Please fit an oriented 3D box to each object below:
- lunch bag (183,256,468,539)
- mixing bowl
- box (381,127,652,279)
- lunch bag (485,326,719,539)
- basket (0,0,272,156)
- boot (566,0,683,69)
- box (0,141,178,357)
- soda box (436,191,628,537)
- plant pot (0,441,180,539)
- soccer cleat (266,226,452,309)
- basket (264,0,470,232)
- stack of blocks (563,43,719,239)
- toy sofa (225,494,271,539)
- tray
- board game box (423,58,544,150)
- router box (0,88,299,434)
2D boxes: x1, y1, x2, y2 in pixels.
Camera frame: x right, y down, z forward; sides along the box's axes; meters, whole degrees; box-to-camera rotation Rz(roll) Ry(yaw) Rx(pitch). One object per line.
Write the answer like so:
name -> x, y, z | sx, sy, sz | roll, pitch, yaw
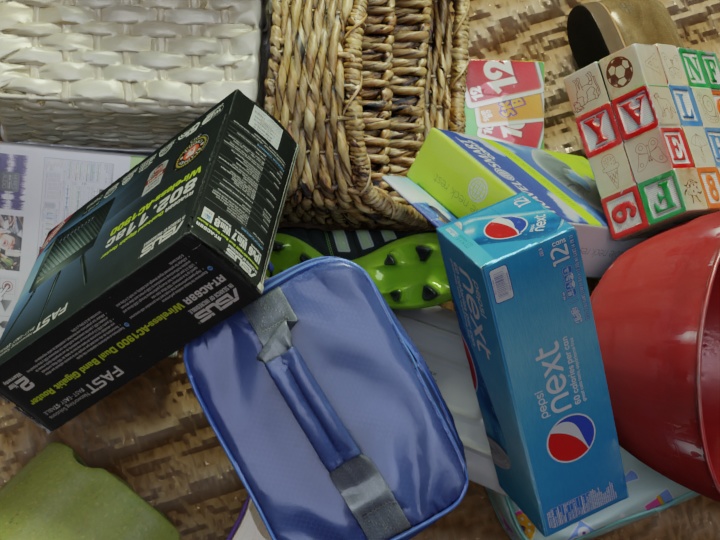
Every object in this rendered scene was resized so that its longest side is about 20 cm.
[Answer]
lunch bag -> -0.023, 0.083, 0.892 | 0.136, 0.132, 0.200 | -30, 89, -5
mixing bowl -> 0.212, 0.052, 0.920 | 0.108, 0.200, 0.200 | 2, 78, 37
box -> 0.124, -0.042, 0.972 | 0.122, 0.200, 0.048 | 43, 116, 36
lunch bag -> 0.176, 0.102, 1.025 | 0.200, 0.077, 0.161 | -21, 80, -8
basket -> -0.163, -0.158, 1.019 | 0.200, 0.123, 0.136 | 2, 81, -3
boot -> 0.228, -0.117, 1.071 | 0.075, 0.074, 0.200 | -16, 81, -19
box -> -0.224, -0.018, 1.023 | 0.200, 0.036, 0.145 | 6, 94, -2
soda box -> 0.107, 0.059, 0.869 | 0.064, 0.068, 0.200 | -22, 118, -13
plant pot -> -0.212, 0.223, 0.937 | 0.200, 0.200, 0.184 | 37, 69, 2
soccer cleat -> 0.000, 0.000, 1.014 | 0.200, 0.081, 0.068 | 0, 98, 34
basket -> 0.009, -0.133, 0.992 | 0.149, 0.143, 0.200 | 4, 82, -1
stack of blocks -> 0.234, -0.089, 0.985 | 0.200, 0.059, 0.115 | -5, 76, -49
toy sofa -> -0.070, 0.231, 0.984 | 0.098, 0.083, 0.200 | 28, 81, -2
tray -> 0.045, 0.076, 0.996 | 0.200, 0.022, 0.107 | 19, 79, 33
board game box -> 0.039, -0.114, 1.077 | 0.200, 0.030, 0.096 | 1, 81, -1
router box -> -0.137, -0.006, 0.893 | 0.200, 0.150, 0.062 | -33, 119, 30
